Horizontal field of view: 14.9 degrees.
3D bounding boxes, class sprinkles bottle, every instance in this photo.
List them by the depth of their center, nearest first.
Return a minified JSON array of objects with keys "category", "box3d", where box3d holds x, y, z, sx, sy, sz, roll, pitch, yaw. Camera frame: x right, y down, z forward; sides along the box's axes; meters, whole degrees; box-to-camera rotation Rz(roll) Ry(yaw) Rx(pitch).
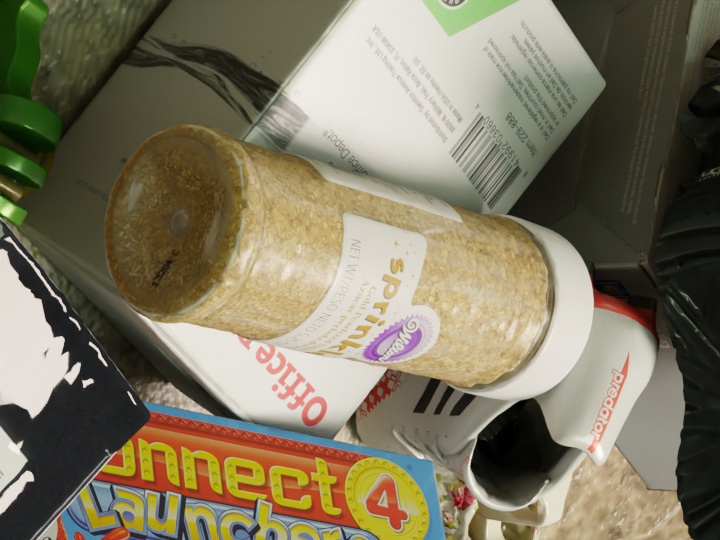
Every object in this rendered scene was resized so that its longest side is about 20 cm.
[{"category":"sprinkles bottle","box3d":[0.000,0.000,0.971,0.200,0.068,0.068,15,101,-49]}]

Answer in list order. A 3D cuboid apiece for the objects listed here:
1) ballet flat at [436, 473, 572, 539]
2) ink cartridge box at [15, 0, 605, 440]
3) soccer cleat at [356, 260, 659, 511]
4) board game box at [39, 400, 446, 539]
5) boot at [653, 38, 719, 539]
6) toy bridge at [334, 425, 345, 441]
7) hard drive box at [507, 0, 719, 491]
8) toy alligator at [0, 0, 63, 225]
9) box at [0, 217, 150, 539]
[{"category":"ballet flat","box3d":[0.061,0.111,1.236,0.076,0.064,0.201,-19,125,-40]},{"category":"ink cartridge box","box3d":[-0.018,-0.047,1.043,0.200,0.084,0.146,-52,139,-10]},{"category":"soccer cleat","box3d":[0.050,0.061,1.112,0.069,0.200,0.085,29,61,-20]},{"category":"board game box","box3d":[-0.055,0.147,0.968,0.200,0.196,0.056,13,141,-31]},{"category":"boot","box3d":[0.170,0.012,1.100,0.163,0.073,0.199,-58,138,-54]},{"category":"toy bridge","box3d":[-0.048,0.101,1.143,0.200,0.027,0.067,-57,141,-5]},{"category":"hard drive box","box3d":[0.137,-0.017,1.183,0.200,0.077,0.156,50,46,-47]},{"category":"toy alligator","box3d":[-0.153,-0.003,0.950,0.059,0.054,0.200,34,86,-50]},{"category":"box","box3d":[-0.189,0.028,0.817,0.148,0.200,0.104,-47,139,-14]}]
